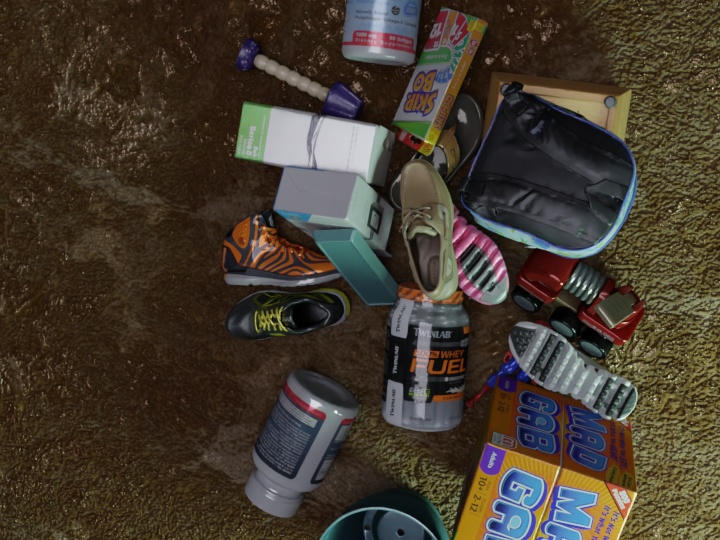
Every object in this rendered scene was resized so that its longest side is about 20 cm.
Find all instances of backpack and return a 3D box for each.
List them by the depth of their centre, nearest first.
[{"bbox_3d":[0.252,-0.113,1.291,0.199,0.147,0.184,26,90,19],"label":"backpack"}]

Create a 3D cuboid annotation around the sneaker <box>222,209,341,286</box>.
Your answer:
[{"bbox_3d":[-0.119,-0.036,1.507,0.198,0.078,0.113,0,97,12],"label":"sneaker"}]

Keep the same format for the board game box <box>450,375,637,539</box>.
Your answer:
[{"bbox_3d":[0.248,0.301,1.376,0.198,0.200,0.202,17,113,6],"label":"board game box"}]

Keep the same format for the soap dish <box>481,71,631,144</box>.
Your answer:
[{"bbox_3d":[0.270,-0.189,1.403,0.198,0.081,0.159,9,98,10],"label":"soap dish"}]

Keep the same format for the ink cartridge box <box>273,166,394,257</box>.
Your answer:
[{"bbox_3d":[-0.028,-0.081,1.427,0.115,0.200,0.067,8,79,22],"label":"ink cartridge box"}]

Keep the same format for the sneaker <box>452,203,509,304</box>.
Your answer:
[{"bbox_3d":[0.149,-0.035,1.436,0.079,0.095,0.201,-39,74,10],"label":"sneaker"}]

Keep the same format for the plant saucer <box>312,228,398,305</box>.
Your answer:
[{"bbox_3d":[0.000,0.000,1.433,0.069,0.200,0.019,-2,61,25],"label":"plant saucer"}]

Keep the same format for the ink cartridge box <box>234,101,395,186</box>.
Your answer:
[{"bbox_3d":[-0.062,-0.181,1.442,0.198,0.145,0.085,12,95,11],"label":"ink cartridge box"}]

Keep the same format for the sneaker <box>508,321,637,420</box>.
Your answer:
[{"bbox_3d":[0.293,0.139,1.411,0.199,0.081,0.075,34,98,-2],"label":"sneaker"}]

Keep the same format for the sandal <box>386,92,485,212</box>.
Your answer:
[{"bbox_3d":[0.108,-0.168,1.454,0.082,0.055,0.200,43,103,5],"label":"sandal"}]

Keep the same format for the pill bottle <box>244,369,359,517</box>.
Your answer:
[{"bbox_3d":[-0.095,0.264,1.514,0.119,0.120,0.201,29,101,8],"label":"pill bottle"}]

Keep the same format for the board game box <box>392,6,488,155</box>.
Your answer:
[{"bbox_3d":[0.108,-0.271,1.429,0.030,0.095,0.202,13,105,-34],"label":"board game box"}]

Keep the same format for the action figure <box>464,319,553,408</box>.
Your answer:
[{"bbox_3d":[0.239,0.139,1.465,0.065,0.052,0.200,41,100,8],"label":"action figure"}]

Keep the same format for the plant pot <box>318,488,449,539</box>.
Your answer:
[{"bbox_3d":[0.046,0.414,1.465,0.198,0.188,0.202,1,96,12],"label":"plant pot"}]

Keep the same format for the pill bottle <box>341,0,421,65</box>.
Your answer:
[{"bbox_3d":[0.036,-0.398,1.417,0.108,0.109,0.202,8,98,11],"label":"pill bottle"}]

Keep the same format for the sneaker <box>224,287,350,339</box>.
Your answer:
[{"bbox_3d":[-0.119,0.064,1.515,0.198,0.085,0.075,-12,93,13],"label":"sneaker"}]

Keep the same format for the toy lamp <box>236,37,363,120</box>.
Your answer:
[{"bbox_3d":[-0.089,-0.278,1.485,0.199,0.058,0.059,27,101,10],"label":"toy lamp"}]

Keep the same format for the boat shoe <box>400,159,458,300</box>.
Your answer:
[{"bbox_3d":[0.092,-0.061,1.374,0.071,0.064,0.202,-16,78,19],"label":"boat shoe"}]

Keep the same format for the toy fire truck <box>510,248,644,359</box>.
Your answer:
[{"bbox_3d":[0.301,0.030,1.341,0.175,0.200,0.129,35,71,7],"label":"toy fire truck"}]

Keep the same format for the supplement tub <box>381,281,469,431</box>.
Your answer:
[{"bbox_3d":[0.095,0.123,1.455,0.121,0.122,0.202,4,97,12],"label":"supplement tub"}]
